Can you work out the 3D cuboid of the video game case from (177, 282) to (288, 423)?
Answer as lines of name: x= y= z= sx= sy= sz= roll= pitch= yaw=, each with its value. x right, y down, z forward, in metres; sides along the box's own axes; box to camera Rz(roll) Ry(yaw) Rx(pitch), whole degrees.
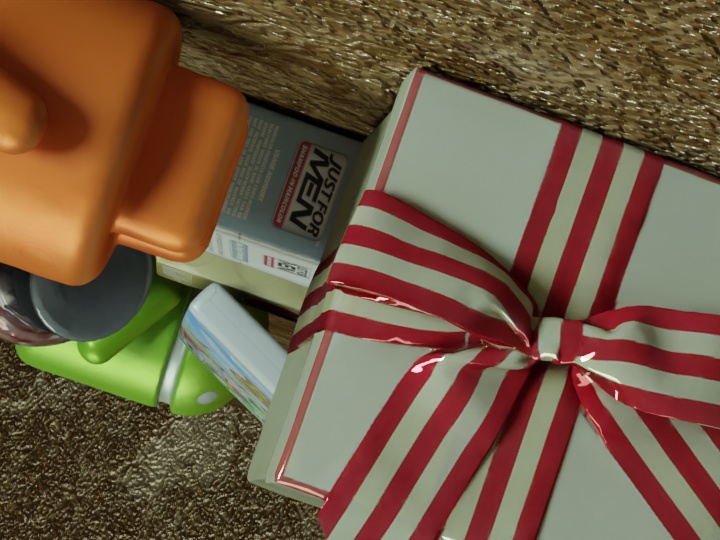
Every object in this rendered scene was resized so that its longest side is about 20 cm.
video game case: x=-0.017 y=0.090 z=1.227 sx=0.200 sy=0.022 sz=0.182 roll=45 pitch=171 yaw=0

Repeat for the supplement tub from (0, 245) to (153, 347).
supplement tub: x=-0.189 y=-0.022 z=1.267 sx=0.107 sy=0.107 sz=0.200 roll=25 pitch=180 yaw=-38

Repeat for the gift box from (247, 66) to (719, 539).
gift box: x=0.063 y=0.048 z=0.918 sx=0.184 sy=0.200 sz=0.187 roll=15 pitch=172 yaw=-6

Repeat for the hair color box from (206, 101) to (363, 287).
hair color box: x=-0.100 y=-0.055 z=1.079 sx=0.200 sy=0.061 sz=0.099 roll=20 pitch=173 yaw=0

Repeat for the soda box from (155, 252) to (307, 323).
soda box: x=0.000 y=0.000 z=1.194 sx=0.200 sy=0.068 sz=0.064 roll=19 pitch=173 yaw=-3

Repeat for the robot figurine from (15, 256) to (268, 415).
robot figurine: x=-0.151 y=0.026 z=1.576 sx=0.200 sy=0.116 sz=0.175 roll=19 pitch=171 yaw=0

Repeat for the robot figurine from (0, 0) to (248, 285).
robot figurine: x=-0.144 y=-0.067 z=0.901 sx=0.200 sy=0.117 sz=0.144 roll=19 pitch=-148 yaw=0
